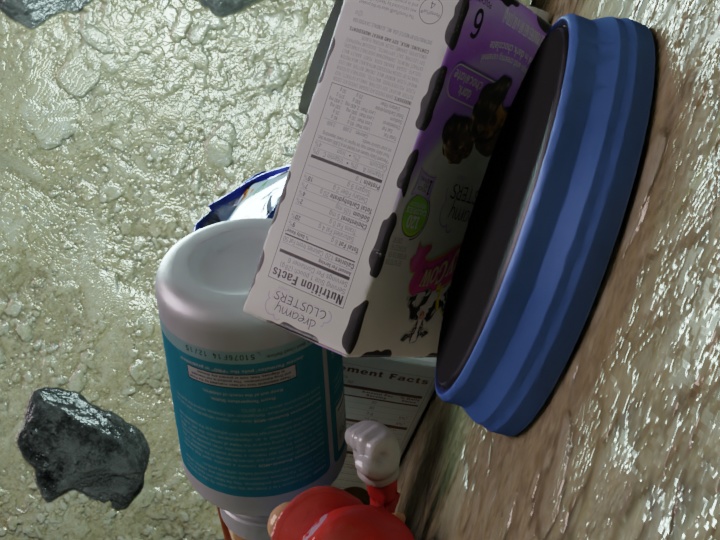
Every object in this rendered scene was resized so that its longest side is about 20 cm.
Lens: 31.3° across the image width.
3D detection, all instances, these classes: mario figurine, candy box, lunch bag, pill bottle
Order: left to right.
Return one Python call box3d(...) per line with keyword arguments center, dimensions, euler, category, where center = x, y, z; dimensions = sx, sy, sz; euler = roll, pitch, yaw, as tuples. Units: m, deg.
box3d(center=(-0.065, 0.077, 0.812), dimensions=(0.111, 0.110, 0.202), euler=(-76, -14, -55), category="pill bottle")
box3d(center=(-0.062, -0.009, 1.245), dimensions=(0.124, 0.170, 0.199), euler=(-51, 19, -27), category="lunch bag")
box3d(center=(-0.022, 0.158, 0.758), dimensions=(0.200, 0.105, 0.125), euler=(94, 169, -77), category="mario figurine")
box3d(center=(0.034, -0.055, 0.711), dimensions=(0.167, 0.071, 0.202), euler=(7, -77, -63), category="candy box")

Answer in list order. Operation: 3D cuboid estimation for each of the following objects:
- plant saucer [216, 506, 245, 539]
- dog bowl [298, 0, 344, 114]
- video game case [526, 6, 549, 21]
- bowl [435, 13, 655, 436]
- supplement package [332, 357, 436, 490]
box3d(center=(-0.071, 0.266, 0.996), dimensions=(0.200, 0.032, 0.202), euler=(164, 90, -78), category="plant saucer")
box3d(center=(0.018, -0.206, 1.032), dimensions=(0.200, 0.058, 0.202), euler=(26, -90, -90), category="dog bowl")
box3d(center=(0.092, -0.093, 1.005), dimensions=(0.200, 0.023, 0.183), euler=(131, 157, -84), category="video game case")
box3d(center=(0.081, -0.024, 0.607), dimensions=(0.201, 0.039, 0.202), euler=(-162, 90, -88), category="bowl")
box3d(center=(-0.018, 0.076, 0.973), dimensions=(0.201, 0.116, 0.118), euler=(111, 166, -46), category="supplement package")
